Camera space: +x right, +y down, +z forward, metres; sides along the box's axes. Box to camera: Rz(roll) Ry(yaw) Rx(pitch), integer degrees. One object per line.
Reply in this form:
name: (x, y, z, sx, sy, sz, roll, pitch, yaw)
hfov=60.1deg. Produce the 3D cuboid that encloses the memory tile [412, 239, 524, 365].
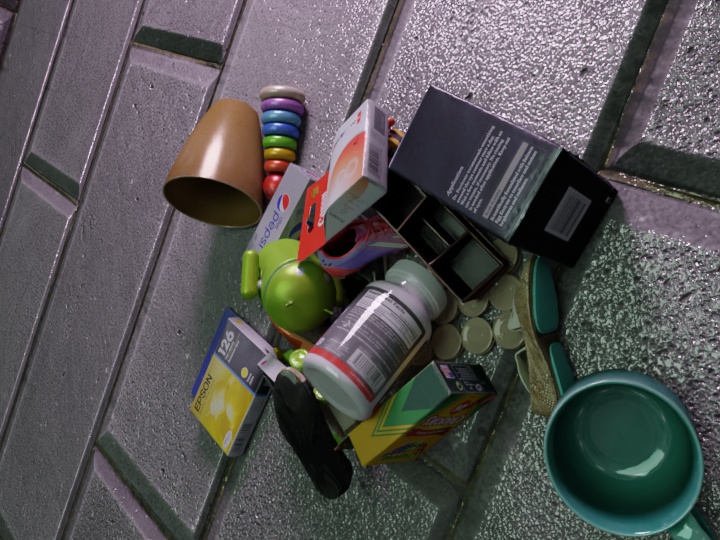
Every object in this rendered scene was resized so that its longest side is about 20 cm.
memory tile: (0.141, 0.046, 0.881, 0.198, 0.017, 0.156, -16, 71, 37)

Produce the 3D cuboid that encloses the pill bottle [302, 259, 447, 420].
pill bottle: (0.024, 0.088, 0.833, 0.115, 0.117, 0.200, 21, 58, 39)

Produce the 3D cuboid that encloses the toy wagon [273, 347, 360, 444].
toy wagon: (-0.068, 0.180, 0.950, 0.039, 0.157, 0.200, -32, 52, -16)

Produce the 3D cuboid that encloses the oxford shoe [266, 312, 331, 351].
oxford shoe: (-0.086, 0.098, 1.038, 0.073, 0.072, 0.199, -48, 48, -12)

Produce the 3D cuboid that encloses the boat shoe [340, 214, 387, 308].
boat shoe: (0.000, 0.000, 0.974, 0.071, 0.067, 0.204, -25, 65, 36)

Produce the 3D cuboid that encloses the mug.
mug: (0.280, 0.200, 0.664, 0.149, 0.114, 0.189, -10, 88, 23)

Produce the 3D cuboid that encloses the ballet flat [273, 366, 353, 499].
ballet flat: (-0.067, 0.222, 0.861, 0.065, 0.057, 0.203, -16, 104, 24)

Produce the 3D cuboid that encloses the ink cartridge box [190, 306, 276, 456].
ink cartridge box: (-0.246, 0.198, 1.151, 0.199, 0.047, 0.200, 32, 103, 36)

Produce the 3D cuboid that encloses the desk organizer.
desk organizer: (0.102, -0.052, 0.836, 0.200, 0.077, 0.072, 48, 111, 17)

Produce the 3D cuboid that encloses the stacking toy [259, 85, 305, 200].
stacking toy: (-0.145, -0.226, 1.135, 0.084, 0.085, 0.204, -1, 86, 39)

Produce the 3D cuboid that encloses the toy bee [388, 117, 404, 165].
toy bee: (0.041, -0.176, 0.950, 0.197, 0.110, 0.132, -16, 26, 18)

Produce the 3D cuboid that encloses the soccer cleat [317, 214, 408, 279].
soccer cleat: (0.027, -0.057, 0.920, 0.198, 0.077, 0.067, -30, 60, 1)

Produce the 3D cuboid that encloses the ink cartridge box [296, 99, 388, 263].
ink cartridge box: (-0.040, -0.127, 0.890, 0.199, 0.050, 0.164, -33, 39, 36)

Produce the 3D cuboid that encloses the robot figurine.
robot figurine: (-0.107, 0.022, 0.988, 0.200, 0.172, 0.118, 45, 123, 60)

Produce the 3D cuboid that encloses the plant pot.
plant pot: (-0.257, -0.213, 1.169, 0.184, 0.185, 0.204, -10, 62, 37)

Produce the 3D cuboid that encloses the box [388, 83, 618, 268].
box: (0.176, -0.112, 0.766, 0.199, 0.195, 0.119, 39, 107, 37)

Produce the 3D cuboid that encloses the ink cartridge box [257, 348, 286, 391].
ink cartridge box: (-0.112, 0.187, 0.965, 0.037, 0.096, 0.200, -33, 17, -14)

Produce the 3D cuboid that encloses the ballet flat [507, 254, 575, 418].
ballet flat: (0.215, 0.085, 0.770, 0.065, 0.070, 0.204, -18, 75, 44)

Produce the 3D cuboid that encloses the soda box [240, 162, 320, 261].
soda box: (-0.131, -0.080, 1.098, 0.068, 0.063, 0.202, 39, 106, 39)

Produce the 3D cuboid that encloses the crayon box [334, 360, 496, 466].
crayon box: (0.073, 0.202, 0.835, 0.200, 0.126, 0.051, -45, 57, 25)
